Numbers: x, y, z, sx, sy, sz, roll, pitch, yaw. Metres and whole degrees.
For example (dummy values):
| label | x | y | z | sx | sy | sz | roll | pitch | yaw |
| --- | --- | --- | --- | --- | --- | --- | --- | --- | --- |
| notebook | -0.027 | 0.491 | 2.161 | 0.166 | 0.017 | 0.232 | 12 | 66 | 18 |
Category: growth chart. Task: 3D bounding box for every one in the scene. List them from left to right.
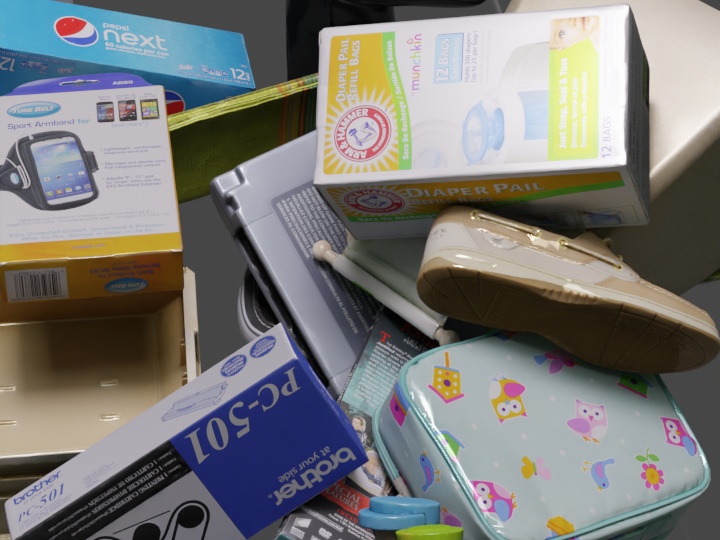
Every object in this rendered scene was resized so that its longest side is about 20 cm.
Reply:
| label | x | y | z | sx | sy | sz | roll | pitch | yaw |
| --- | --- | --- | --- | --- | --- | --- | --- | --- | --- |
| growth chart | 0.081 | -0.044 | 1.334 | 0.145 | 0.018 | 0.200 | 41 | 87 | 25 |

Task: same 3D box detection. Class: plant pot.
| label | x | y | z | sx | sy | sz | roll | pitch | yaw |
| --- | --- | --- | --- | --- | --- | --- | --- | --- | --- |
| plant pot | 0.167 | -0.077 | 1.428 | 0.199 | 0.200 | 0.177 | 32 | 68 | 25 |

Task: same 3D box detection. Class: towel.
| label | x | y | z | sx | sy | sz | roll | pitch | yaw |
| --- | --- | --- | --- | --- | --- | --- | --- | --- | --- |
| towel | -0.083 | -0.092 | 1.493 | 0.199 | 0.086 | 0.018 | -17 | 48 | -17 |

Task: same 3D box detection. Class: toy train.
| label | x | y | z | sx | sy | sz | roll | pitch | yaw |
| --- | --- | --- | --- | --- | --- | --- | --- | --- | --- |
| toy train | 0.041 | 0.193 | 1.126 | 0.084 | 0.117 | 0.200 | -1 | 2 | -13 |

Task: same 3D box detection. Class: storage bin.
| label | x | y | z | sx | sy | sz | roll | pitch | yaw |
| --- | --- | --- | --- | --- | --- | --- | --- | --- | --- |
| storage bin | -0.202 | 0.071 | 1.327 | 0.197 | 0.094 | 0.201 | -4 | 46 | -5 |

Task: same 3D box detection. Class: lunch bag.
| label | x | y | z | sx | sy | sz | roll | pitch | yaw |
| --- | --- | --- | --- | --- | --- | --- | --- | --- | --- |
| lunch bag | 0.111 | 0.118 | 1.273 | 0.199 | 0.077 | 0.161 | -13 | 63 | -34 |

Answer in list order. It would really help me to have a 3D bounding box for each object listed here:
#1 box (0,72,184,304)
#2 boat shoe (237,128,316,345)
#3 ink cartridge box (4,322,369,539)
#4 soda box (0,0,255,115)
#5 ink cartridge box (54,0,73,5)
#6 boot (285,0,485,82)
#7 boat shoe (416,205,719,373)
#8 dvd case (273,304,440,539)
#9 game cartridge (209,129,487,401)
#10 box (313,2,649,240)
| label | x | y | z | sx | sy | sz | roll | pitch | yaw |
| --- | --- | --- | --- | --- | --- | --- | --- | --- | --- |
| box | -0.184 | -0.061 | 1.367 | 0.118 | 0.042 | 0.201 | -4 | 40 | -6 |
| boat shoe | -0.039 | -0.028 | 1.446 | 0.069 | 0.066 | 0.201 | 13 | 47 | 11 |
| ink cartridge box | -0.104 | 0.126 | 1.222 | 0.199 | 0.094 | 0.044 | -33 | 32 | 1 |
| soda box | -0.184 | -0.148 | 1.518 | 0.199 | 0.064 | 0.068 | 8 | 42 | -22 |
| ink cartridge box | -0.334 | -0.236 | 1.623 | 0.145 | 0.084 | 0.200 | -23 | 51 | -22 |
| boot | 0.020 | -0.177 | 1.501 | 0.164 | 0.200 | 0.066 | 19 | 57 | 12 |
| boat shoe | 0.133 | 0.007 | 1.267 | 0.199 | 0.074 | 0.070 | 18 | 54 | -14 |
| dvd case | 0.042 | 0.129 | 1.296 | 0.145 | 0.022 | 0.201 | 29 | 50 | -5 |
| game cartridge | 0.000 | 0.000 | 1.389 | 0.133 | 0.042 | 0.201 | -25 | 80 | -27 |
| box | 0.078 | -0.091 | 1.287 | 0.199 | 0.101 | 0.113 | -2 | 70 | 16 |
